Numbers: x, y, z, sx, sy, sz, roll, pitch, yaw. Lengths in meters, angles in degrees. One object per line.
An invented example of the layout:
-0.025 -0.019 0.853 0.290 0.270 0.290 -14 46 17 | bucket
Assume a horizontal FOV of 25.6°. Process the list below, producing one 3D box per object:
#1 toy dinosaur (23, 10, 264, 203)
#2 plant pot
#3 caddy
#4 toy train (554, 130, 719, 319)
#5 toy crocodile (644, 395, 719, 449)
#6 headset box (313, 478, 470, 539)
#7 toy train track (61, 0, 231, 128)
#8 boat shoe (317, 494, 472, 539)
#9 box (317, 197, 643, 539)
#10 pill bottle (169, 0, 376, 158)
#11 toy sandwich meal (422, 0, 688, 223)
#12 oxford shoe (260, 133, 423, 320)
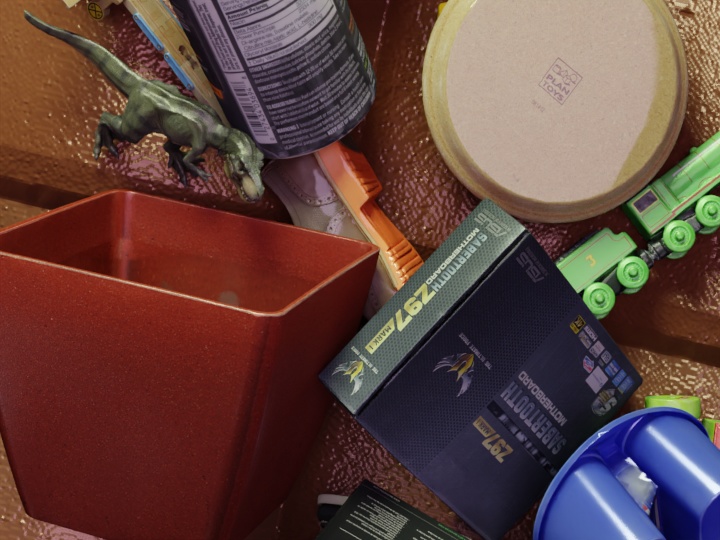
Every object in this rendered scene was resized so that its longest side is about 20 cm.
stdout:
-0.140 -0.100 1.059 0.199 0.088 0.048 33 58 9 | toy dinosaur
-0.119 0.068 0.998 0.197 0.200 0.179 13 106 16 | plant pot
0.187 0.181 1.027 0.140 0.105 0.202 -30 130 -15 | caddy
0.218 -0.040 1.103 0.199 0.042 0.057 -38 81 -2 | toy train
0.258 0.123 1.092 0.197 0.062 0.069 1 90 -4 | toy crocodile
0.018 0.253 0.942 0.173 0.200 0.094 27 133 17 | headset box
-0.151 -0.173 1.079 0.201 0.032 0.115 52 47 -11 | toy train track
0.055 0.211 1.076 0.197 0.074 0.067 24 77 -12 | boat shoe
0.084 0.072 1.032 0.158 0.051 0.200 -45 134 -3 | box
-0.067 -0.178 1.007 0.105 0.107 0.201 -26 129 -3 | pill bottle
0.130 -0.135 1.087 0.202 0.070 0.208 0 94 -4 | toy sandwich meal
0.000 0.000 1.084 0.072 0.071 0.202 -28 85 15 | oxford shoe
